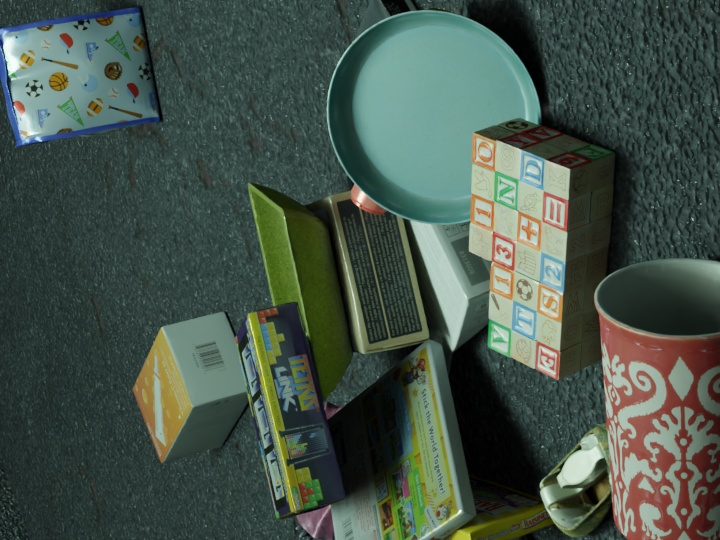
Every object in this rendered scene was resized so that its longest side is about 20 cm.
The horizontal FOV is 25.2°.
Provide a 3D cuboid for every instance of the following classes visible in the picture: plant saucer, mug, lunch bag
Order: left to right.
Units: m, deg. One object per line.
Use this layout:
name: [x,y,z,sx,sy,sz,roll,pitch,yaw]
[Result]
lunch bag: [-0.399,-0.268,2.228,0.124,0.200,0.171,1,104,62]
plant saucer: [-0.058,0.013,1.654,0.200,0.048,0.200,-142,40,-72]
plant saucer: [0.068,-0.140,1.459,0.200,0.027,0.201,6,114,15]
mug: [0.257,0.116,1.222,0.177,0.133,0.201,37,137,54]

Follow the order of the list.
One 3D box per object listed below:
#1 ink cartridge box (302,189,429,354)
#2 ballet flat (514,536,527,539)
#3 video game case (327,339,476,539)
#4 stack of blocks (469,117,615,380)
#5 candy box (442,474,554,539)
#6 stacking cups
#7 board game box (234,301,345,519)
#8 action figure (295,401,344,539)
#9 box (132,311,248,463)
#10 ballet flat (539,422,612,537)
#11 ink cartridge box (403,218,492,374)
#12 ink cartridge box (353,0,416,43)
ink cartridge box: [0.000,0.000,1.671,0.200,0.075,0.165,169,89,-79]
ballet flat: [0.166,0.347,1.570,0.200,0.074,0.074,59,149,30]
video game case: [0.033,0.197,1.603,0.182,0.023,0.200,-41,43,34]
stack of blocks: [0.155,-0.020,1.406,0.115,0.058,0.201,26,125,43]
candy box: [0.100,0.238,1.608,0.200,0.102,0.026,7,112,61]
stacking cups: [0.051,-0.143,1.509,0.061,0.060,0.200,49,125,43]
board game box: [-0.074,0.145,1.625,0.165,0.057,0.201,134,123,-75]
action figure: [-0.002,0.217,1.820,0.200,0.149,0.134,-59,46,27]
box: [-0.232,0.163,2.220,0.125,0.097,0.200,65,151,21]
ballet flat: [0.198,0.189,1.437,0.071,0.071,0.200,65,151,22]
ink cartridge box: [0.082,-0.004,1.616,0.200,0.047,0.160,95,151,-65]
ink cartridge box: [0.021,-0.183,1.636,0.100,0.039,0.200,61,150,27]
